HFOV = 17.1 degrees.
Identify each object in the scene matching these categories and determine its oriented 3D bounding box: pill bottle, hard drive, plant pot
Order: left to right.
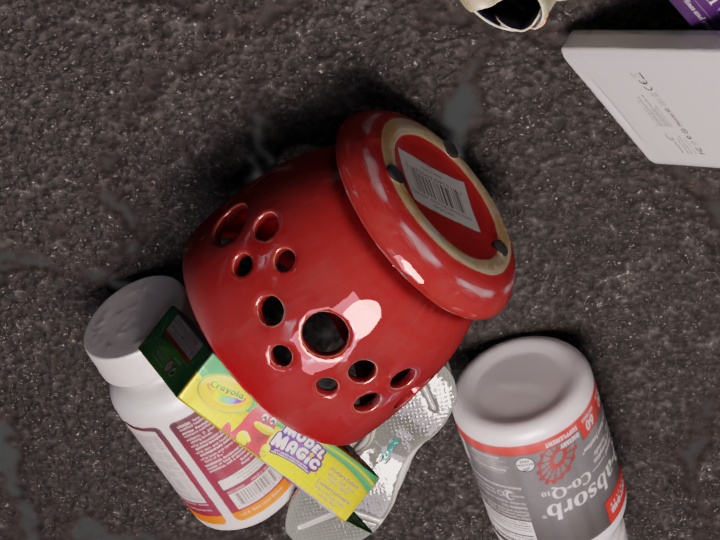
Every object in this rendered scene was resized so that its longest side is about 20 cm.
[{"bbox_3d":[-0.131,0.104,1.895,0.109,0.110,0.200,-18,127,18],"label":"pill bottle"},{"bbox_3d":[0.000,0.000,1.741,0.182,0.201,0.200,-37,120,27],"label":"plant pot"},{"bbox_3d":[0.150,0.160,1.923,0.115,0.116,0.200,-11,130,12],"label":"pill bottle"},{"bbox_3d":[0.247,-0.117,1.659,0.200,0.027,0.132,8,149,51],"label":"hard drive"}]

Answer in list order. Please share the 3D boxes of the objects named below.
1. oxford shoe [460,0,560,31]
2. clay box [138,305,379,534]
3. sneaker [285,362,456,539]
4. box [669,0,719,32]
[{"bbox_3d":[0.102,-0.190,1.592,0.071,0.074,0.200,-15,172,28],"label":"oxford shoe"},{"bbox_3d":[-0.067,0.114,1.790,0.200,0.115,0.048,38,92,-27],"label":"clay box"},{"bbox_3d":[0.012,0.142,1.910,0.070,0.080,0.200,35,107,-9],"label":"sneaker"},{"bbox_3d":[0.281,-0.217,1.619,0.141,0.079,0.200,-33,122,24],"label":"box"}]
